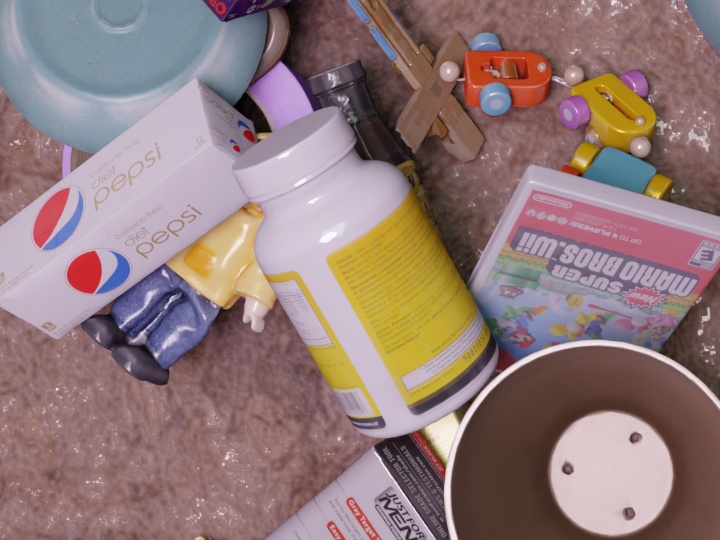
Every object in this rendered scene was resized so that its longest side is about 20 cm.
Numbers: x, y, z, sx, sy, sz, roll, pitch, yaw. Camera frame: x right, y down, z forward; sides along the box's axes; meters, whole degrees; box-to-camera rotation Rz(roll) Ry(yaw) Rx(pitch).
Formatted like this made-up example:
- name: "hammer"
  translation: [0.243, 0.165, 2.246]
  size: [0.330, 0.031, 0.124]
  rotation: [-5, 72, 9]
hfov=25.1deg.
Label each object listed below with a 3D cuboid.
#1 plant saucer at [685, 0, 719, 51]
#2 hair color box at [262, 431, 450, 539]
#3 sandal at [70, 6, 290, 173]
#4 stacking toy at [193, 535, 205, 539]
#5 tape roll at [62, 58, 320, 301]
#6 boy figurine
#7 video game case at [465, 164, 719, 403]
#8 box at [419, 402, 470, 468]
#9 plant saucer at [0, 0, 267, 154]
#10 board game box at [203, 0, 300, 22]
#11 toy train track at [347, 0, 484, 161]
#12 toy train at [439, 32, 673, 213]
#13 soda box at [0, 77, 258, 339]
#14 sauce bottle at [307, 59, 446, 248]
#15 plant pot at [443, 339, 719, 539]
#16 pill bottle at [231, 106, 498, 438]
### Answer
- name: "plant saucer"
  translation: [0.319, -0.227, 1.120]
  size: [0.198, 0.036, 0.202]
  rotation: [0, 87, -3]
- name: "hair color box"
  translation: [-0.010, 0.207, 1.134]
  size: [0.200, 0.061, 0.102]
  rotation: [-43, 77, 33]
- name: "sandal"
  translation: [-0.135, -0.127, 1.156]
  size: [0.200, 0.054, 0.080]
  rotation: [-42, 80, 7]
- name: "stacking toy"
  translation: [-0.189, 0.244, 1.199]
  size: [0.199, 0.110, 0.117]
  rotation: [-16, 81, -1]
- name: "tape roll"
  translation: [-0.118, -0.076, 1.211]
  size: [0.199, 0.066, 0.202]
  rotation: [-1, 87, 12]
- name: "boy figurine"
  translation: [-0.101, -0.011, 1.138]
  size: [0.124, 0.064, 0.200]
  rotation: [44, 98, 20]
- name: "video game case"
  translation: [0.146, 0.015, 1.083]
  size: [0.142, 0.200, 0.018]
  rotation: [15, 52, -7]
- name: "box"
  translation: [0.072, 0.149, 1.156]
  size: [0.050, 0.075, 0.201]
  rotation: [-27, 83, 11]
- name: "plant saucer"
  translation: [-0.165, -0.180, 1.130]
  size: [0.198, 0.036, 0.201]
  rotation: [0, 75, 1]
- name: "board game box"
  translation: [-0.070, -0.242, 1.148]
  size: [0.120, 0.200, 0.032]
  rotation: [53, 127, 7]
- name: "toy train track"
  translation: [0.019, -0.157, 1.159]
  size: [0.032, 0.115, 0.200]
  rotation: [-15, 124, 42]
- name: "toy train"
  translation: [0.137, -0.085, 1.142]
  size: [0.149, 0.056, 0.201]
  rotation: [-3, 48, -8]
- name: "soda box"
  translation: [-0.161, -0.040, 1.106]
  size: [0.200, 0.064, 0.068]
  rotation: [-35, 47, 20]
- name: "sauce bottle"
  translation: [0.015, -0.050, 1.161]
  size: [0.066, 0.066, 0.201]
  rotation: [-21, 99, 9]
- name: "plant pot"
  translation: [0.162, 0.142, 1.073]
  size: [0.186, 0.200, 0.189]
  rotation: [-1, 86, 12]
- name: "pill bottle"
  translation: [0.000, 0.000, 1.052]
  size: [0.112, 0.112, 0.201]
  rotation: [-27, 106, 9]
